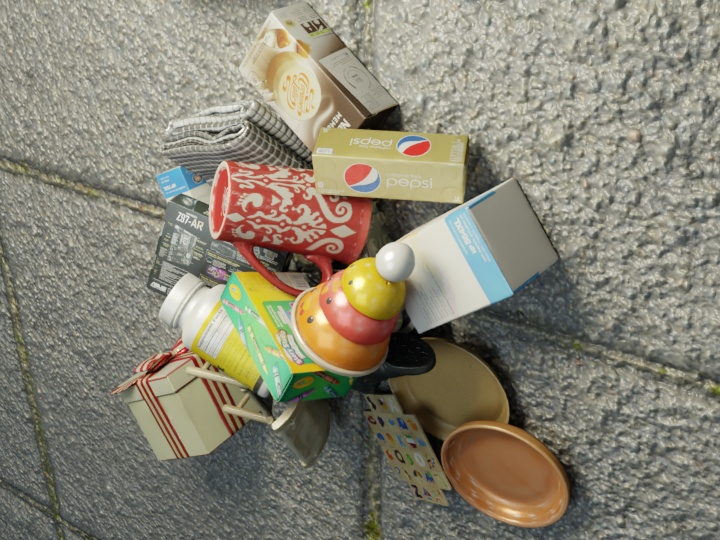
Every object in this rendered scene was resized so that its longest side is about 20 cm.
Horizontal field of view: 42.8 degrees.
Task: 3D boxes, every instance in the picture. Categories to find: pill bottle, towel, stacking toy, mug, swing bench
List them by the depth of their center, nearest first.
[{"bbox_3d":[0.010,0.030,1.189,0.146,0.146,0.200,45,130,11],"label":"stacking toy"},{"bbox_3d":[-0.099,-0.066,1.269,0.133,0.200,0.178,132,139,-53],"label":"mug"},{"bbox_3d":[-0.180,-0.171,1.356,0.200,0.166,0.086,-4,68,39],"label":"towel"},{"bbox_3d":[-0.192,0.090,1.357,0.200,0.111,0.111,33,131,3],"label":"pill bottle"},{"bbox_3d":[-0.145,0.197,1.500,0.200,0.130,0.199,29,160,23],"label":"swing bench"}]

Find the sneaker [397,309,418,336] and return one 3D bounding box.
[{"bbox_3d":[0.034,0.084,1.401,0.200,0.074,0.088,-40,73,34],"label":"sneaker"}]

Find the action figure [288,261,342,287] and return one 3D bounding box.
[{"bbox_3d":[-0.079,0.052,1.435,0.102,0.119,0.200,8,134,-7],"label":"action figure"}]

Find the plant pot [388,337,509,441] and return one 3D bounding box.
[{"bbox_3d":[0.134,0.177,1.370,0.200,0.027,0.200,20,132,24],"label":"plant pot"}]

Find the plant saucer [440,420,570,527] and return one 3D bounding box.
[{"bbox_3d":[0.216,0.295,1.356,0.200,0.037,0.200,18,132,22],"label":"plant saucer"}]

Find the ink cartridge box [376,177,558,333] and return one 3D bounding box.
[{"bbox_3d":[0.130,-0.014,1.220,0.200,0.128,0.125,-26,94,44],"label":"ink cartridge box"}]

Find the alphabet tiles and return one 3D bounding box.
[{"bbox_3d":[0.073,0.285,1.470,0.166,0.006,0.200,-13,105,63],"label":"alphabet tiles"}]

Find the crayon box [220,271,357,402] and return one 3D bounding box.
[{"bbox_3d":[-0.099,0.087,1.275,0.200,0.119,0.058,55,129,35],"label":"crayon box"}]

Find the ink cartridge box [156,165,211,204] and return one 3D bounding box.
[{"bbox_3d":[-0.232,-0.084,1.485,0.067,0.116,0.200,-12,104,41],"label":"ink cartridge box"}]

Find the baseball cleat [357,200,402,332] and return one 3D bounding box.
[{"bbox_3d":[0.000,0.000,1.338,0.106,0.070,0.200,-17,78,32],"label":"baseball cleat"}]

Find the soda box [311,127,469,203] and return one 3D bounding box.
[{"bbox_3d":[0.041,-0.139,1.210,0.200,0.064,0.068,5,135,10],"label":"soda box"}]

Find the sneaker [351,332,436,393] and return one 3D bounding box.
[{"bbox_3d":[0.020,0.138,1.334,0.199,0.060,0.104,6,143,21],"label":"sneaker"}]

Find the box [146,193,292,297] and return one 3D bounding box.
[{"bbox_3d":[-0.216,-0.007,1.410,0.200,0.044,0.160,23,116,6],"label":"box"}]

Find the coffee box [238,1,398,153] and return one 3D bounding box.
[{"bbox_3d":[-0.061,-0.258,1.281,0.200,0.080,0.114,48,133,8],"label":"coffee box"}]

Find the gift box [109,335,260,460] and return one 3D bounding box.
[{"bbox_3d":[-0.327,0.228,1.680,0.200,0.185,0.187,-17,103,36],"label":"gift box"}]
